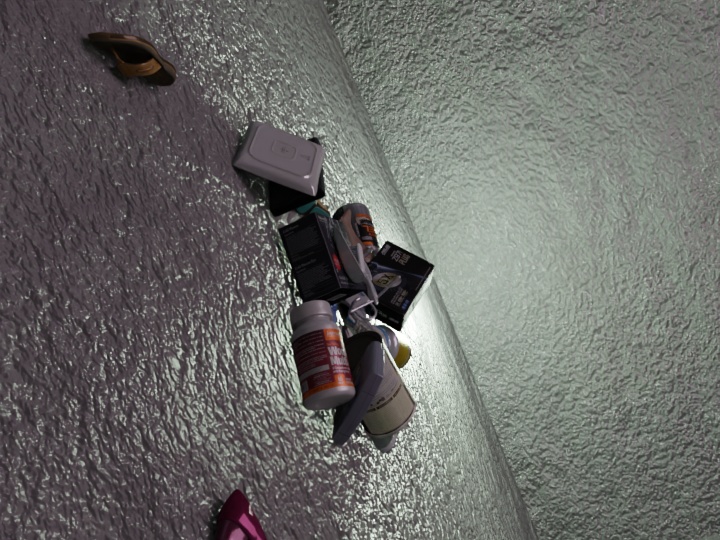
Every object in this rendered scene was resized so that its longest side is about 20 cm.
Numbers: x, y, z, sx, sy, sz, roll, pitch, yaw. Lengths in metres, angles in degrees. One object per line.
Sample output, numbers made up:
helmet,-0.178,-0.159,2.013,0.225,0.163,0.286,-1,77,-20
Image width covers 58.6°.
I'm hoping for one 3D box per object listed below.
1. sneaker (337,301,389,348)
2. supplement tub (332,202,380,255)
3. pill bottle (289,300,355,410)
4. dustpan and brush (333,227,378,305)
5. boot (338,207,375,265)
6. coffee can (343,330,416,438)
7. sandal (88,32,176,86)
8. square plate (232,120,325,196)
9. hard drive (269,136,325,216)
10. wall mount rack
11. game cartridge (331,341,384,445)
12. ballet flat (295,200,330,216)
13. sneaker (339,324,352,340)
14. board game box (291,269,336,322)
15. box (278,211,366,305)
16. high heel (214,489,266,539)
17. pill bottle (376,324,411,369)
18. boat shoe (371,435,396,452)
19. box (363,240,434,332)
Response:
sneaker,-0.004,0.148,1.670,0.200,0.075,0.086,47,14,35
supplement tub,-0.009,-0.090,1.930,0.122,0.120,0.204,38,33,-62
pill bottle,-0.083,0.172,1.312,0.109,0.108,0.204,38,33,-62
dustpan and brush,0.000,0.000,1.473,0.140,0.056,0.204,49,25,-52
boot,-0.021,-0.075,1.821,0.145,0.070,0.202,33,50,-4
coffee can,0.029,0.268,1.506,0.203,0.144,0.147,61,16,-24
sandal,-0.377,-0.347,1.087,0.200,0.078,0.056,27,64,-75
square plate,-0.179,-0.268,1.477,0.194,0.029,0.202,19,41,-10
hard drive,-0.157,-0.230,1.558,0.033,0.137,0.203,57,18,-44
wall mount rack,0.001,0.027,1.688,0.172,0.075,0.200,-24,62,-39
game cartridge,-0.007,0.262,1.346,0.041,0.203,0.134,25,25,-6
ballet flat,-0.143,-0.180,1.708,0.200,0.069,0.072,41,30,-59
sneaker,0.008,0.218,1.621,0.203,0.086,0.076,64,17,-11
board game box,-0.111,0.043,1.572,0.104,0.019,0.202,-90,154,-52
box,-0.086,-0.023,1.517,0.186,0.102,0.200,69,15,9
high heel,-0.127,0.399,0.896,0.202,0.066,0.097,57,28,-27
pill bottle,0.066,0.213,1.788,0.200,0.110,0.114,35,35,-65
boat shoe,0.068,0.398,1.635,0.067,0.069,0.201,59,10,-25
box,0.091,0.040,1.785,0.201,0.161,0.087,-53,162,-34
